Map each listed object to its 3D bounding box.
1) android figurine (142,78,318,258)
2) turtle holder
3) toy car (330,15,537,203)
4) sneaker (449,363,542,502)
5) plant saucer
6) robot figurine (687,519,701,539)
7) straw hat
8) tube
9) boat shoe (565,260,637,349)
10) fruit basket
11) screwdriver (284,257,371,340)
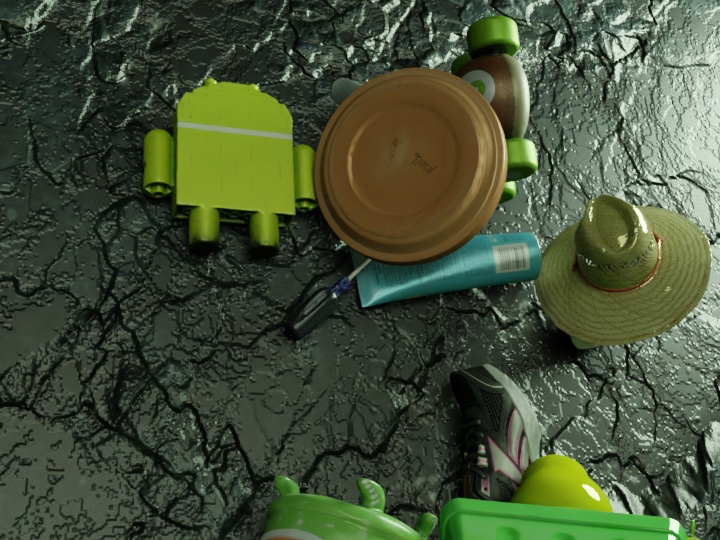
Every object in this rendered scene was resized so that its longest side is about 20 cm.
[{"bbox_3d":[-0.130,-0.109,1.035,0.180,0.041,0.202,3,64,-18],"label":"android figurine"},{"bbox_3d":[-0.013,0.261,0.847,0.139,0.186,0.133,4,60,20],"label":"turtle holder"},{"bbox_3d":[0.070,-0.161,1.082,0.197,0.158,0.166,-4,77,-8],"label":"toy car"},{"bbox_3d":[0.128,0.184,0.957,0.086,0.080,0.202,-18,70,-25],"label":"sneaker"},{"bbox_3d":[0.045,-0.106,1.010,0.198,0.032,0.203,-4,78,18],"label":"plant saucer"},{"bbox_3d":[0.281,0.328,0.916,0.176,0.115,0.200,54,54,-20],"label":"robot figurine"},{"bbox_3d":[0.260,-0.028,1.043,0.199,0.085,0.202,-16,41,14],"label":"straw hat"},{"bbox_3d":[0.089,-0.006,1.062,0.197,0.051,0.078,-5,56,-15],"label":"tube"},{"bbox_3d":[0.288,0.012,1.111,0.201,0.073,0.060,-34,52,-20],"label":"boat shoe"},{"bbox_3d":[0.162,0.248,0.843,0.213,0.215,0.158,0,97,-19],"label":"fruit basket"},{"bbox_3d":[0.000,0.000,1.020,0.200,0.028,0.029,-40,39,-21],"label":"screwdriver"}]
